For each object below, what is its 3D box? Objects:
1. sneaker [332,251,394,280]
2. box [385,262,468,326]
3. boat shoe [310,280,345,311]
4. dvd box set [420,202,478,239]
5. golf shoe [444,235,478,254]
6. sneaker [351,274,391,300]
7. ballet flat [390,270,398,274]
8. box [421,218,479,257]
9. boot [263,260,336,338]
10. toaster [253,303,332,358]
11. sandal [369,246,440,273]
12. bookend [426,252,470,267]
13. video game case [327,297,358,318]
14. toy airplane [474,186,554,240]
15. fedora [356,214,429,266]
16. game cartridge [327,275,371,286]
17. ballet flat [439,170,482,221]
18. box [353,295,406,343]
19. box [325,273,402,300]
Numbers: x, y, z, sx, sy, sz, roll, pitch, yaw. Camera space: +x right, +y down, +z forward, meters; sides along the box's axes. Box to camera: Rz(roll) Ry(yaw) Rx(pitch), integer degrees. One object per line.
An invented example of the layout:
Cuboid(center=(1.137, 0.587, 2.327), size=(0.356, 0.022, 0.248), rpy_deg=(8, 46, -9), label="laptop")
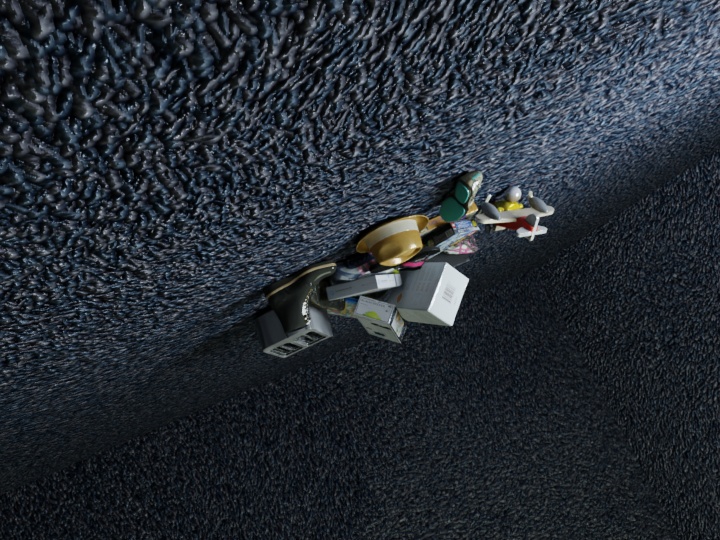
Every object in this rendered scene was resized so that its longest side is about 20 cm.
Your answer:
Cuboid(center=(0.010, -0.030, 1.574), size=(0.199, 0.070, 0.082), rpy_deg=(-12, 133, -28), label="sneaker")
Cuboid(center=(0.191, 0.066, 1.702), size=(0.106, 0.153, 0.199), rpy_deg=(32, 163, -30), label="box")
Cuboid(center=(-0.117, 0.075, 1.663), size=(0.073, 0.076, 0.200), rpy_deg=(0, 162, 29), label="boat shoe")
Cuboid(center=(0.218, -0.121, 1.636), size=(0.199, 0.030, 0.146), rpy_deg=(-23, 168, -13), label="dvd box set")
Cuboid(center=(0.308, -0.089, 1.871), size=(0.092, 0.073, 0.199), rpy_deg=(-25, 160, 30), label="golf shoe")
Cuboid(center=(0.011, 0.057, 1.793), size=(0.199, 0.075, 0.084), rpy_deg=(-25, 141, 38), label="sneaker")
Cuboid(center=(0.159, 0.051, 1.853), size=(0.067, 0.199, 0.067), rpy_deg=(-57, -178, -31), label="ballet flat")
Cuboid(center=(0.219, -0.079, 1.639), size=(0.200, 0.040, 0.137), rpy_deg=(-32, 167, 38), label="box")
Cuboid(center=(-0.132, 0.071, 1.493), size=(0.199, 0.139, 0.077), rpy_deg=(-27, 168, 5), label="boot")
Cuboid(center=(-0.200, 0.164, 1.730), size=(0.180, 0.119, 0.200), rpy_deg=(-26, 155, 13), label="toaster")
Cuboid(center=(0.121, -0.016, 1.551), size=(0.199, 0.045, 0.075), rpy_deg=(-18, 165, -9), label="sandal")
Cuboid(center=(0.239, -0.010, 1.996), size=(0.198, 0.093, 0.200), rpy_deg=(-22, 168, -18), label="bookend")
Cuboid(center=(-0.072, 0.110, 1.829), size=(0.199, 0.018, 0.143), rpy_deg=(11, 157, -13), label="video game case")
Cuboid(center=(0.431, -0.163, 1.628), size=(0.198, 0.142, 0.200), rpy_deg=(4, -165, 23), label="toy airplane")
Cuboid(center=(0.090, -0.066, 1.462), size=(0.199, 0.082, 0.201), rpy_deg=(-20, 164, -6), label="fedora")
Cuboid(center=(0.000, 0.000, 1.706), size=(0.199, 0.041, 0.133), rpy_deg=(-22, 171, -12), label="game cartridge")
Cuboid(center=(0.250, -0.179, 1.400), size=(0.075, 0.068, 0.200), rpy_deg=(-38, 170, -17), label="ballet flat")
Cuboid(center=(0.062, 0.150, 1.756), size=(0.116, 0.060, 0.200), rpy_deg=(15, 161, 20), label="box")
Cuboid(center=(0.014, 0.046, 1.649), size=(0.155, 0.041, 0.200), rpy_deg=(-14, 177, 23), label="box")
